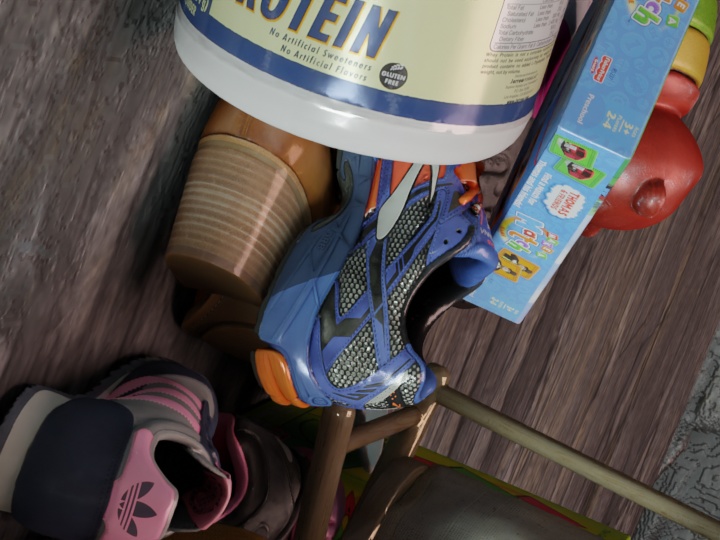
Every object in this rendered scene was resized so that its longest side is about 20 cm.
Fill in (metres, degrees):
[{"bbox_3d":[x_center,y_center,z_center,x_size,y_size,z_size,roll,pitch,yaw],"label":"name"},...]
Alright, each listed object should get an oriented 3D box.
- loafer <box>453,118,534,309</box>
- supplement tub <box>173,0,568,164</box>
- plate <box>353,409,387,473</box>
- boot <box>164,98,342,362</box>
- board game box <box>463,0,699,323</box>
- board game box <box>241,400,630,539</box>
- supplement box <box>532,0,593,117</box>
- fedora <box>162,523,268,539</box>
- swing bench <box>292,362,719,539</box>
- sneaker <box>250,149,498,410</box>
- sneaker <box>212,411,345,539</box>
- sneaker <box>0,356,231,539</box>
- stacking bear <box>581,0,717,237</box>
[{"bbox_3d":[0.051,-0.083,1.422,0.073,0.071,0.200,12,90,-41],"label":"loafer"},{"bbox_3d":[0.021,-0.156,1.006,0.145,0.145,0.200,-37,146,-64],"label":"supplement tub"},{"bbox_3d":[0.000,0.000,1.323,0.200,0.026,0.200,2,90,-85],"label":"plate"},{"bbox_3d":[-0.022,-0.039,1.189,0.200,0.074,0.155,79,32,-70],"label":"boot"},{"bbox_3d":[0.103,-0.078,1.145,0.200,0.037,0.151,118,-3,-68],"label":"board game box"},{"bbox_3d":[0.029,0.127,1.363,0.048,0.200,0.102,-71,166,12],"label":"board game box"},{"bbox_3d":[0.087,-0.188,1.292,0.101,0.103,0.200,94,22,-54],"label":"supplement box"},{"bbox_3d":[-0.071,0.166,1.149,0.082,0.200,0.201,-90,-172,-48],"label":"fedora"},{"bbox_3d":[0.058,0.178,1.228,0.130,0.199,0.200,-12,125,-64],"label":"swing bench"},{"bbox_3d":[0.028,-0.026,1.123,0.200,0.078,0.075,-68,158,-12],"label":"sneaker"},{"bbox_3d":[-0.092,0.153,1.263,0.200,0.079,0.095,-59,137,-16],"label":"sneaker"},{"bbox_3d":[-0.086,0.084,1.113,0.200,0.082,0.070,-17,127,-72],"label":"sneaker"},{"bbox_3d":[0.145,-0.119,1.460,0.114,0.121,0.200,12,71,-38],"label":"stacking bear"}]
